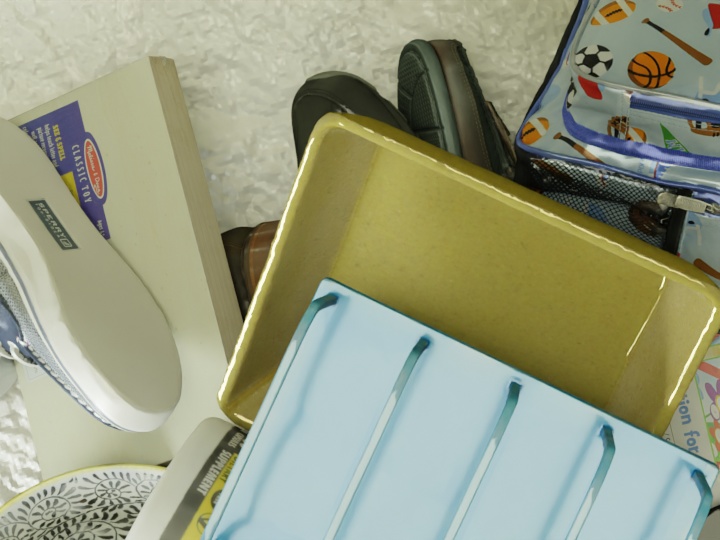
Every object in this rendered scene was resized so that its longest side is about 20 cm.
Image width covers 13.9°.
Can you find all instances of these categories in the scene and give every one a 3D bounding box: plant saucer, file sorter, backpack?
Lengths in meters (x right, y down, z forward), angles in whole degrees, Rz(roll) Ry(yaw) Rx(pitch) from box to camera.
[{"bbox_3d":[0.052,0.028,1.363,0.199,0.049,0.201,25,131,3],"label":"plant saucer"},{"bbox_3d":[0.040,0.111,1.282,0.199,0.123,0.139,25,94,2],"label":"file sorter"},{"bbox_3d":[0.178,-0.067,1.389,0.189,0.155,0.201,20,51,8],"label":"backpack"}]

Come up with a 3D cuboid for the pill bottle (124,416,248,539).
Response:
[{"bbox_3d":[-0.014,0.164,1.402,0.199,0.111,0.112,30,96,3],"label":"pill bottle"}]

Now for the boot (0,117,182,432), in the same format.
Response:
[{"bbox_3d":[-0.165,0.022,1.483,0.090,0.072,0.200,-51,57,30],"label":"boot"}]

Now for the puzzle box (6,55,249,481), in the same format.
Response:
[{"bbox_3d":[-0.126,0.005,1.506,0.133,0.025,0.201,-21,79,32],"label":"puzzle box"}]

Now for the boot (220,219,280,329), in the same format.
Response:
[{"bbox_3d":[-0.053,0.076,1.522,0.096,0.075,0.201,-6,94,31],"label":"boot"}]

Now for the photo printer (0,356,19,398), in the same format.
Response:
[{"bbox_3d":[-0.303,0.048,1.552,0.200,0.069,0.167,40,97,8],"label":"photo printer"}]

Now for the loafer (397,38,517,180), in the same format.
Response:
[{"bbox_3d":[0.067,-0.022,1.497,0.063,0.072,0.201,-13,94,-19],"label":"loafer"}]

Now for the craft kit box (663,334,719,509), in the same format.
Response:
[{"bbox_3d":[0.216,0.063,1.476,0.196,0.049,0.201,-13,89,12],"label":"craft kit box"}]

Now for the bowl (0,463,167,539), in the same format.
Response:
[{"bbox_3d":[-0.116,0.200,1.503,0.199,0.094,0.202,0,84,2],"label":"bowl"}]

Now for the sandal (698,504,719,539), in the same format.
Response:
[{"bbox_3d":[0.216,0.134,1.435,0.199,0.043,0.076,-31,86,9],"label":"sandal"}]

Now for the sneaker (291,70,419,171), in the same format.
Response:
[{"bbox_3d":[0.000,0.000,1.462,0.075,0.079,0.201,-16,90,43],"label":"sneaker"}]
